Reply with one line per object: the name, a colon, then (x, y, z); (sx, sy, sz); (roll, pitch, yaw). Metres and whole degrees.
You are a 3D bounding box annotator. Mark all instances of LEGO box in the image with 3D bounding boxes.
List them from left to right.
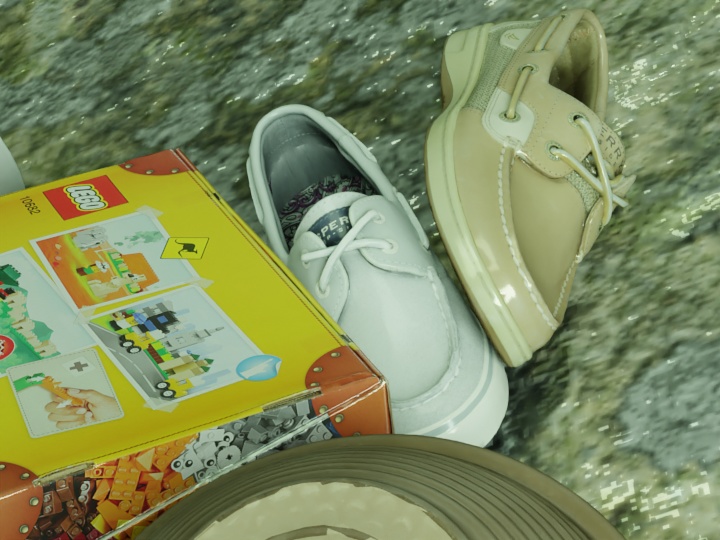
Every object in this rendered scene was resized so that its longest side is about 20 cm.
LEGO box: (-0.094, 0.045, 0.952); (0.148, 0.078, 0.200); (-16, 32, -18)

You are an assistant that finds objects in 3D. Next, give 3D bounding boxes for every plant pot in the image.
plant pot: (-0.005, 0.123, 0.750); (0.199, 0.093, 0.202); (-6, 56, 8)

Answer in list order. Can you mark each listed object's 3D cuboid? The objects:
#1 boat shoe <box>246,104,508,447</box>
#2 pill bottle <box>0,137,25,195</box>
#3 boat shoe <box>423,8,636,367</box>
boat shoe: (0.000, 0.000, 0.994); (0.072, 0.069, 0.200); (-24, 34, 5)
pill bottle: (-0.245, 0.002, 1.129); (0.200, 0.117, 0.116); (-43, 36, -22)
boat shoe: (0.067, -0.040, 1.001); (0.065, 0.072, 0.200); (-19, 29, 16)
